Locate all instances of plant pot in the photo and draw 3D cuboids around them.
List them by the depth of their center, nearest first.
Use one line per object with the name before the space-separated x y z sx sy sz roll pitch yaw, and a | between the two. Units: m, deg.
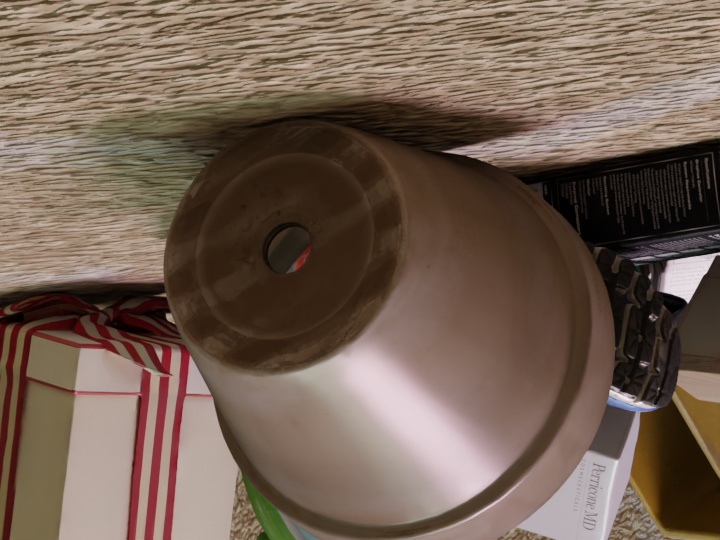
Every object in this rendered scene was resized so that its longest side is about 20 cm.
plant pot | 0.000 0.018 1.036 0.198 0.202 0.174 -8 158 19
plant pot | 0.295 0.073 1.727 0.199 0.196 0.194 -32 -175 -15

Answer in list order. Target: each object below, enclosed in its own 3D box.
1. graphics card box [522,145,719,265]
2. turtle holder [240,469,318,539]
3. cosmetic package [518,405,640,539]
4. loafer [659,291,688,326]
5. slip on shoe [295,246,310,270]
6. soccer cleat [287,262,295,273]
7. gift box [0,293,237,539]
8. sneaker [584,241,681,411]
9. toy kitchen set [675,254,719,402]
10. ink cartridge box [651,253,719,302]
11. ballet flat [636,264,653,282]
graphics card box | 0.155 -0.031 1.289 0.199 0.051 0.125 -11 173 29
turtle holder | 0.014 0.110 1.178 0.140 0.187 0.132 9 165 -27
cosmetic package | 0.074 0.098 1.447 0.199 0.071 0.102 16 138 12
loafer | 0.104 0.035 1.382 0.199 0.068 0.071 1 135 -7
slip on shoe | 0.000 0.000 1.364 0.073 0.062 0.200 -6 174 -15
soccer cleat | -0.070 0.014 1.297 0.068 0.086 0.200 -6 174 -9
gift box | -0.177 0.112 1.625 0.199 0.188 0.184 9 -176 42
sneaker | 0.083 0.021 1.242 0.199 0.079 0.089 28 152 -4
toy kitchen set | 0.322 0.043 1.298 0.200 0.164 0.180 36 167 -20
ink cartridge box | 0.281 -0.018 1.427 0.198 0.045 0.177 -5 137 -6
ballet flat | 0.130 -0.009 1.497 0.064 0.068 0.199 -36 -166 -36
